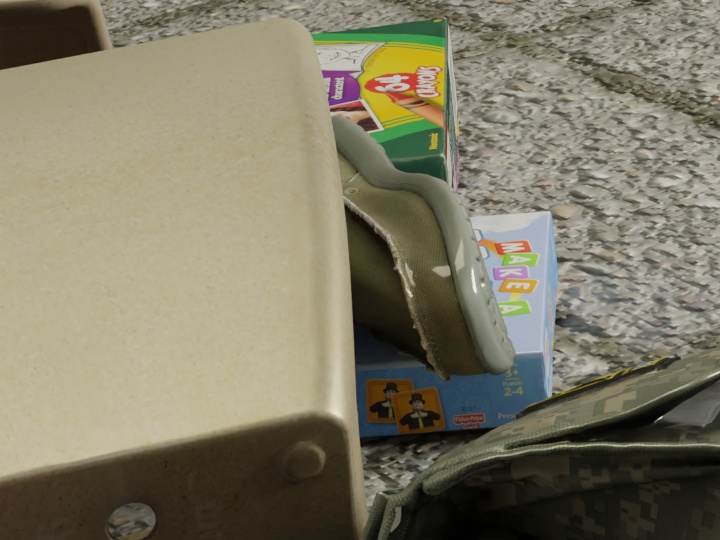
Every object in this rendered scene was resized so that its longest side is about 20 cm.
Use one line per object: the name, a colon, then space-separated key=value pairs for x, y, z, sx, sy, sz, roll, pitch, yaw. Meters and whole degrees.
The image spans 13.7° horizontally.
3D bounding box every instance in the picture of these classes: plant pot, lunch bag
plant pot: x=-0.084 y=0.062 z=0.954 sx=0.199 sy=0.201 sz=0.177 roll=-11 pitch=33 yaw=-10
lunch bag: x=0.110 y=0.081 z=0.820 sx=0.199 sy=0.118 sz=0.164 roll=15 pitch=6 yaw=13

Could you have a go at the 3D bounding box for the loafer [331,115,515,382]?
loafer: x=0.000 y=0.000 z=1.149 sx=0.069 sy=0.076 sz=0.200 roll=-25 pitch=22 yaw=-11

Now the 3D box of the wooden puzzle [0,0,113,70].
wooden puzzle: x=-0.172 y=-0.042 z=1.144 sx=0.184 sy=0.200 sz=0.037 roll=-3 pitch=52 yaw=9

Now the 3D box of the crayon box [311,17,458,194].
crayon box: x=-0.042 y=-0.054 z=1.395 sx=0.171 sy=0.059 sz=0.200 roll=-6 pitch=22 yaw=4

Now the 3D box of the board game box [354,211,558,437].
board game box: x=-0.021 y=0.025 z=1.220 sx=0.199 sy=0.037 sz=0.151 roll=-4 pitch=22 yaw=6
